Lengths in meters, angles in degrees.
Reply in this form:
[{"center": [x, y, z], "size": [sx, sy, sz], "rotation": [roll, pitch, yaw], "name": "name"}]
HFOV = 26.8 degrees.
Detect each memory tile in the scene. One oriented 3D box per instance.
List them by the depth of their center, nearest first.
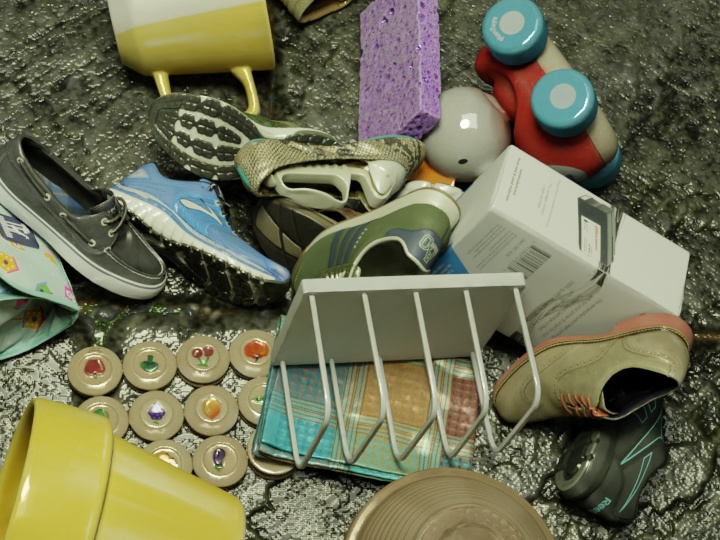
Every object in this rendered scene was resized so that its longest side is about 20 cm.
[{"center": [-0.159, 0.128, 1.360], "size": [0.199, 0.017, 0.154], "rotation": [-6, 61, -12], "name": "memory tile"}]

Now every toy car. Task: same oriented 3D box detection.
[{"center": [0.134, -0.134, 1.495], "size": [0.200, 0.184, 0.177], "rotation": [-33, 67, 7], "name": "toy car"}]

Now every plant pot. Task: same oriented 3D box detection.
[{"center": [-0.200, 0.223, 1.207], "size": [0.188, 0.201, 0.201], "rotation": [18, 58, -15], "name": "plant pot"}, {"center": [0.082, 0.255, 1.262], "size": [0.200, 0.093, 0.201], "rotation": [3, 67, -8], "name": "plant pot"}]

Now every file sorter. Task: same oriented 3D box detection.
[{"center": [0.040, 0.091, 1.308], "size": [0.199, 0.139, 0.125], "rotation": [-2, 62, -17], "name": "file sorter"}]

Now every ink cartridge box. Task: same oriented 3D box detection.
[{"center": [0.174, -0.002, 1.368], "size": [0.200, 0.145, 0.084], "rotation": [30, 51, -12], "name": "ink cartridge box"}]

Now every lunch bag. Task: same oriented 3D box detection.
[{"center": [-0.367, -0.006, 1.352], "size": [0.200, 0.122, 0.171], "rotation": [-13, 57, -28], "name": "lunch bag"}]

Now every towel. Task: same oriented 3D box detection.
[{"center": [0.010, 0.121, 1.374], "size": [0.199, 0.022, 0.147], "rotation": [13, 57, -6], "name": "towel"}]

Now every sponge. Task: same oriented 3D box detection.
[{"center": [0.039, -0.209, 1.531], "size": [0.030, 0.112, 0.200], "rotation": [19, 55, -27], "name": "sponge"}]

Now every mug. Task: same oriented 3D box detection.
[{"center": [-0.170, -0.249, 1.511], "size": [0.153, 0.150, 0.187], "rotation": [-11, 55, -5], "name": "mug"}]

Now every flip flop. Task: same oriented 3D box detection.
[{"center": [-0.007, -0.026, 1.442], "size": [0.199, 0.081, 0.058], "rotation": [14, 41, 0], "name": "flip flop"}]

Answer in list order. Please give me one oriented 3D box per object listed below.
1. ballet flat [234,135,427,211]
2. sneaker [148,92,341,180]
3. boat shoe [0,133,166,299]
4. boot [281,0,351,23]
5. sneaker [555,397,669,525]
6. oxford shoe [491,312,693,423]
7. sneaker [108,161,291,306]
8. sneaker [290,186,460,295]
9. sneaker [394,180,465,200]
[{"center": [-0.020, -0.086, 1.422], "size": [0.200, 0.068, 0.075], "rotation": [-2, 44, -25], "name": "ballet flat"}, {"center": [-0.114, -0.125, 1.472], "size": [0.200, 0.089, 0.077], "rotation": [18, 101, -19], "name": "sneaker"}, {"center": [-0.249, -0.053, 1.380], "size": [0.200, 0.066, 0.070], "rotation": [41, 35, -14], "name": "boat shoe"}, {"center": [-0.041, -0.365, 1.632], "size": [0.200, 0.073, 0.155], "rotation": [-38, 71, -24], "name": "boot"}, {"center": [0.245, 0.143, 1.388], "size": [0.079, 0.075, 0.200], "rotation": [37, 59, -11], "name": "sneaker"}, {"center": [0.198, 0.101, 1.335], "size": [0.070, 0.200, 0.075], "rotation": [46, 36, -24], "name": "oxford shoe"}, {"center": [-0.145, -0.043, 1.427], "size": [0.200, 0.079, 0.089], "rotation": [33, 63, 12], "name": "sneaker"}, {"center": [0.000, 0.000, 1.354], "size": [0.067, 0.200, 0.090], "rotation": [44, 41, -20], "name": "sneaker"}, {"center": [0.127, -0.028, 1.472], "size": [0.199, 0.081, 0.084], "rotation": [9, 76, 5], "name": "sneaker"}]
